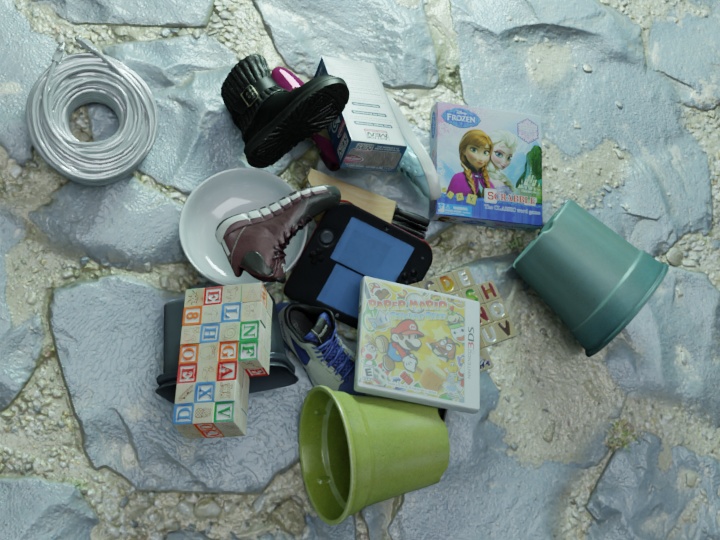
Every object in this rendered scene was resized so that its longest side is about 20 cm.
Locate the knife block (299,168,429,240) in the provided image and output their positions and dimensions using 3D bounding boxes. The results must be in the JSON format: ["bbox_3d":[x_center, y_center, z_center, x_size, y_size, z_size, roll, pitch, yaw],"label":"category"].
[{"bbox_3d":[0.017,-0.094,1.669,0.174,0.064,0.202,-26,86,-21],"label":"knife block"}]

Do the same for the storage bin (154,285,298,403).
[{"bbox_3d":[-0.198,0.109,1.521,0.197,0.146,0.136,-10,70,7],"label":"storage bin"}]

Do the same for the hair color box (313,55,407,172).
[{"bbox_3d":[-0.005,-0.248,1.626,0.099,0.061,0.202,3,48,-25],"label":"hair color box"}]

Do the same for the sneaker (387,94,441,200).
[{"bbox_3d":[0.061,-0.189,1.698,0.081,0.074,0.202,-29,70,-4],"label":"sneaker"}]

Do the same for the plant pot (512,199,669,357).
[{"bbox_3d":[0.370,0.001,1.696,0.196,0.200,0.200,42,70,4],"label":"plant pot"}]

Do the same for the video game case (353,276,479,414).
[{"bbox_3d":[0.089,0.112,1.555,0.197,0.023,0.185,12,60,-15],"label":"video game case"}]

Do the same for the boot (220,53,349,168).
[{"bbox_3d":[-0.124,-0.277,1.590,0.210,0.079,0.160,-32,60,21],"label":"boot"}]

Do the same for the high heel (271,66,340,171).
[{"bbox_3d":[-0.075,-0.258,1.660,0.067,0.096,0.201,-38,91,-20],"label":"high heel"}]

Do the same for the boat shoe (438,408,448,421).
[{"bbox_3d":[0.126,0.178,1.645,0.066,0.057,0.203,14,74,-11],"label":"boat shoe"}]

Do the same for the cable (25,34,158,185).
[{"bbox_3d":[-0.410,-0.230,1.569,0.198,0.069,0.202,31,72,-9],"label":"cable"}]

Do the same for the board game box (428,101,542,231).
[{"bbox_3d":[0.215,-0.177,1.758,0.197,0.041,0.203,5,77,-15],"label":"board game box"}]

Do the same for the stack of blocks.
[{"bbox_3d":[-0.186,0.123,1.405,0.113,0.059,0.203,-5,61,10],"label":"stack of blocks"}]

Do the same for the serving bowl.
[{"bbox_3d":[-0.180,-0.056,1.589,0.196,0.066,0.203,1,67,-3],"label":"serving bowl"}]

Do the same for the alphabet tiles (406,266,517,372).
[{"bbox_3d":[0.149,0.085,1.612,0.197,0.008,0.169,-16,73,-26],"label":"alphabet tiles"}]

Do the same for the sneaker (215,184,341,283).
[{"bbox_3d":[-0.108,-0.043,1.521,0.197,0.076,0.117,-21,74,-1],"label":"sneaker"}]

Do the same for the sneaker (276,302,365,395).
[{"bbox_3d":[-0.058,0.121,1.572,0.199,0.115,0.081,44,71,-4],"label":"sneaker"}]

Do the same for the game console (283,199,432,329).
[{"bbox_3d":[0.000,0.000,1.607,0.198,0.031,0.179,26,98,-20],"label":"game console"}]

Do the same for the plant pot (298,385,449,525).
[{"bbox_3d":[0.027,0.266,1.535,0.181,0.200,0.204,-2,79,-25],"label":"plant pot"}]
